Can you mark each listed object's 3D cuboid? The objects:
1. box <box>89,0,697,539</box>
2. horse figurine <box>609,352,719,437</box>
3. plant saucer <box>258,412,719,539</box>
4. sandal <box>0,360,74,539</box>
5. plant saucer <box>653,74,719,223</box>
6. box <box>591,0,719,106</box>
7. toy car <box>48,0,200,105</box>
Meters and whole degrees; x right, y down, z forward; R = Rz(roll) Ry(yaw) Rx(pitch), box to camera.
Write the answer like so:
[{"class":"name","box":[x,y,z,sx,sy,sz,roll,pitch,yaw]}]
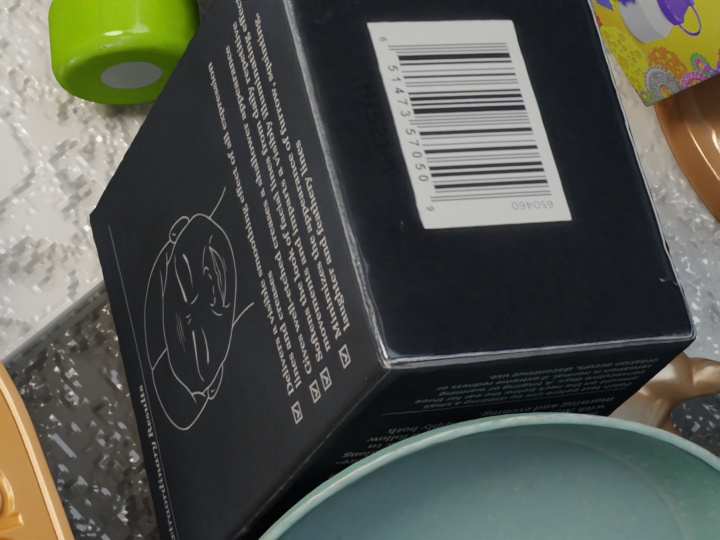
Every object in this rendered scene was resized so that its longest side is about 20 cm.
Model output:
[{"class":"box","box":[0.000,0.000,0.789,0.106,0.200,0.149,-4,67,-26]},{"class":"horse figurine","box":[0.090,0.081,0.871,0.132,0.050,0.201,27,63,7]},{"class":"plant saucer","box":[0.036,0.118,0.749,0.199,0.201,0.036,5,29,-21]},{"class":"sandal","box":[-0.080,0.098,0.666,0.079,0.059,0.208,-15,80,-53]},{"class":"plant saucer","box":[0.214,-0.076,1.020,0.199,0.032,0.201,9,62,-18]},{"class":"box","box":[0.152,-0.205,0.937,0.192,0.122,0.201,-34,95,-25]},{"class":"toy car","box":[-0.014,-0.143,0.923,0.199,0.157,0.165,18,58,-48]}]
